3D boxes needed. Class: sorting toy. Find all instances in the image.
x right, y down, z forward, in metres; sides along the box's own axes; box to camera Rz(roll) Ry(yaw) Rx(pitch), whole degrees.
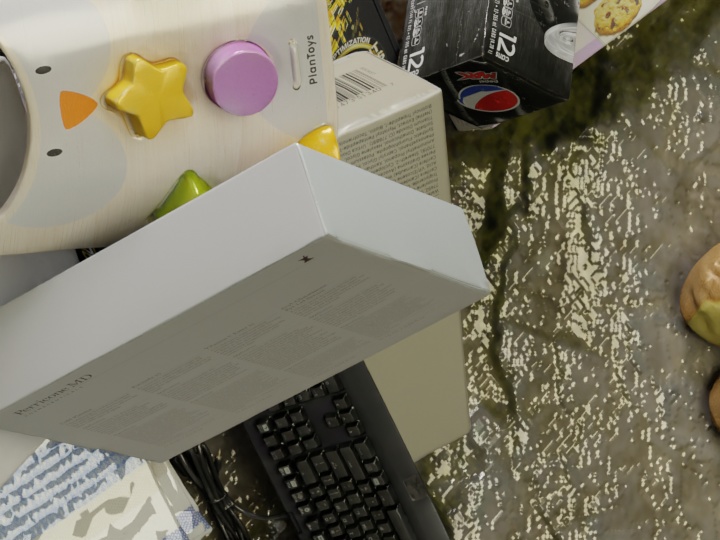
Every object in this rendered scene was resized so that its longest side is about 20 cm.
[{"bbox_3d":[-0.109,-0.084,1.283,0.179,0.107,0.201,-16,115,-23],"label":"sorting toy"}]

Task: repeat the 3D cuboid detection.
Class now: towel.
[{"bbox_3d":[-0.174,0.088,1.404,0.147,0.024,0.201,-34,106,-23],"label":"towel"}]

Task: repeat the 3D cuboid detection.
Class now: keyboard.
[{"bbox_3d":[-0.025,0.122,1.448,0.201,0.127,0.021,65,27,-21],"label":"keyboard"}]

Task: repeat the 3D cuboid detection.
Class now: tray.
[{"bbox_3d":[-0.176,0.005,1.327,0.107,0.022,0.201,-47,141,-31],"label":"tray"}]

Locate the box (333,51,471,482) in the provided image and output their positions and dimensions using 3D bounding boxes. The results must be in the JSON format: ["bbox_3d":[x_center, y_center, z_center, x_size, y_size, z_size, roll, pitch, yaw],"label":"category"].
[{"bbox_3d":[0.000,0.000,1.439,0.082,0.068,0.201,-23,124,-30],"label":"box"}]

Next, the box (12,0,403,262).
[{"bbox_3d":[-0.074,-0.088,1.413,0.200,0.049,0.162,-46,135,-21],"label":"box"}]

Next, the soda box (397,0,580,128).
[{"bbox_3d":[0.074,-0.180,1.486,0.063,0.071,0.201,23,65,-35],"label":"soda box"}]

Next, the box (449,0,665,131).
[{"bbox_3d":[0.124,-0.144,1.563,0.200,0.039,0.042,-36,107,-25],"label":"box"}]

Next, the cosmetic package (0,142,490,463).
[{"bbox_3d":[-0.063,0.020,1.320,0.151,0.199,0.052,16,51,-59],"label":"cosmetic package"}]

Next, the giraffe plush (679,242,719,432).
[{"bbox_3d":[0.299,0.046,1.598,0.172,0.162,0.200,-42,110,-23],"label":"giraffe plush"}]
